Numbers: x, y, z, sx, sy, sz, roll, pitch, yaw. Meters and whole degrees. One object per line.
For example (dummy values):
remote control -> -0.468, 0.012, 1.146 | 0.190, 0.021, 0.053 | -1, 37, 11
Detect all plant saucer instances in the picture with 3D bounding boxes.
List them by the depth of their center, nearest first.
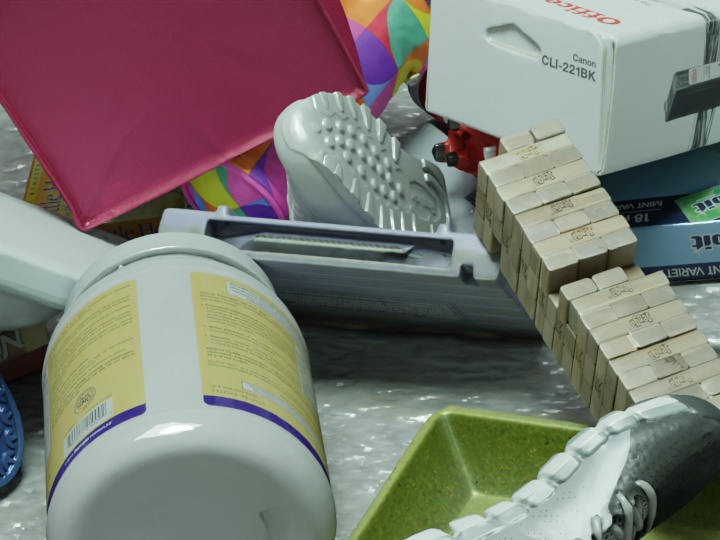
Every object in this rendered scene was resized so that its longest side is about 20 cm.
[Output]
plant saucer -> 0.090, 0.155, 1.256 | 0.199, 0.048, 0.200 | 6, 38, 27

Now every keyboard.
keyboard -> 0.068, -0.038, 1.582 | 0.056, 0.011, 0.200 | -31, 37, -13

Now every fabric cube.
fabric cube -> -0.134, -0.184, 1.522 | 0.199, 0.197, 0.200 | -24, 38, 7

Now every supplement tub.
supplement tub -> -0.092, 0.084, 1.336 | 0.144, 0.146, 0.200 | -13, 33, 0

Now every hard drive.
hard drive -> -0.164, -0.003, 1.479 | 0.199, 0.026, 0.132 | 21, 12, -38

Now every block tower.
block tower -> 0.121, 0.017, 1.304 | 0.054, 0.058, 0.200 | -19, 52, -16

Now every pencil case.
pencil case -> -0.026, -0.102, 1.589 | 0.088, 0.089, 0.200 | 16, 53, 37

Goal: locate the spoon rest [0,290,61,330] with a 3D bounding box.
spoon rest -> -0.252, -0.013, 1.498 | 0.199, 0.061, 0.099 | 18, 7, 31

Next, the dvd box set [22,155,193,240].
dvd box set -> -0.117, -0.065, 1.672 | 0.199, 0.030, 0.147 | -8, 34, 7

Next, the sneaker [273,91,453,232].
sneaker -> -0.012, -0.041, 1.479 | 0.080, 0.200, 0.077 | -11, 67, 20

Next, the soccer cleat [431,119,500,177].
soccer cleat -> 0.106, -0.058, 1.505 | 0.085, 0.069, 0.200 | -8, 27, -15

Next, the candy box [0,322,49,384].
candy box -> -0.279, 0.014, 1.587 | 0.115, 0.056, 0.200 | -24, 35, -17

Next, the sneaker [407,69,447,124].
sneaker -> 0.138, -0.137, 1.655 | 0.199, 0.072, 0.113 | -27, 31, -8

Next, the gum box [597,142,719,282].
gum box -> 0.228, -0.069, 1.546 | 0.169, 0.045, 0.200 | -4, 35, 14

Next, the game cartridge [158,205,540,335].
game cartridge -> 0.000, 0.000, 1.452 | 0.199, 0.130, 0.039 | 5, 80, 19

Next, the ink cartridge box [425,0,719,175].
ink cartridge box -> 0.155, -0.129, 1.493 | 0.199, 0.084, 0.144 | -15, 28, -40

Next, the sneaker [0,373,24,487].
sneaker -> -0.269, 0.046, 1.455 | 0.070, 0.200, 0.078 | -41, 6, -29

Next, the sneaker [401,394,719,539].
sneaker -> 0.104, 0.144, 1.170 | 0.199, 0.075, 0.116 | -30, 40, -7
